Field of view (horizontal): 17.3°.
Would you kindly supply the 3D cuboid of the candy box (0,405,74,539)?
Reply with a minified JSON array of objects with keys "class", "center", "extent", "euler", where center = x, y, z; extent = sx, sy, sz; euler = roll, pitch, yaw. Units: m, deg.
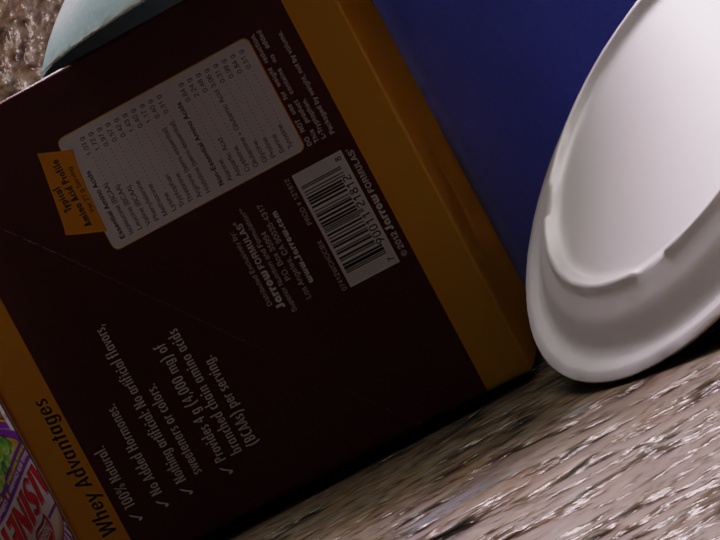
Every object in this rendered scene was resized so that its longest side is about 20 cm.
[{"class":"candy box","center":[-0.159,0.106,0.992],"extent":[0.026,0.102,0.200],"euler":[-23,4,14]}]

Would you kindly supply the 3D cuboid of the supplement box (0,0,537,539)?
[{"class":"supplement box","center":[-0.056,-0.006,1.003],"extent":[0.200,0.197,0.133],"euler":[-28,2,9]}]

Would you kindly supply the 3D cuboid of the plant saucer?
[{"class":"plant saucer","center":[-0.053,-0.142,0.989],"extent":[0.201,0.039,0.201],"euler":[-27,1,1]}]

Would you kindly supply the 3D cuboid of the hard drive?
[{"class":"hard drive","center":[0.095,-0.094,1.083],"extent":[0.132,0.200,0.025],"euler":[-28,2,17]}]

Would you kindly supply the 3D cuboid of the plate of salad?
[{"class":"plate of salad","center":[0.124,-0.048,0.831],"extent":[0.200,0.048,0.200],"euler":[-48,25,32]}]
